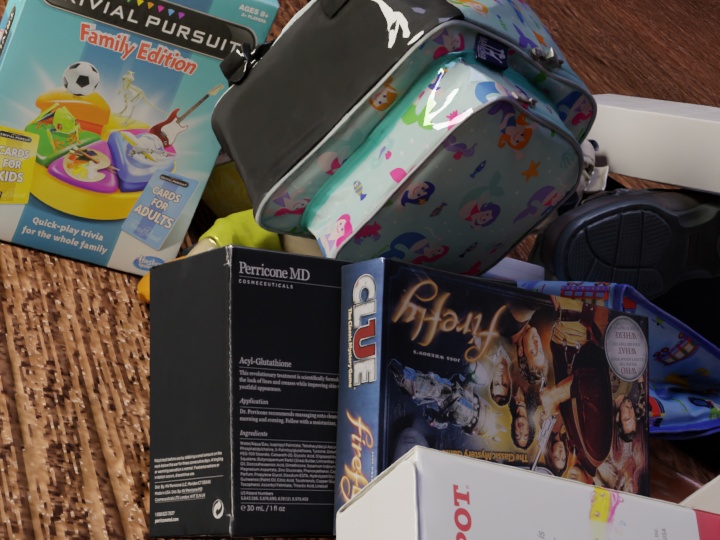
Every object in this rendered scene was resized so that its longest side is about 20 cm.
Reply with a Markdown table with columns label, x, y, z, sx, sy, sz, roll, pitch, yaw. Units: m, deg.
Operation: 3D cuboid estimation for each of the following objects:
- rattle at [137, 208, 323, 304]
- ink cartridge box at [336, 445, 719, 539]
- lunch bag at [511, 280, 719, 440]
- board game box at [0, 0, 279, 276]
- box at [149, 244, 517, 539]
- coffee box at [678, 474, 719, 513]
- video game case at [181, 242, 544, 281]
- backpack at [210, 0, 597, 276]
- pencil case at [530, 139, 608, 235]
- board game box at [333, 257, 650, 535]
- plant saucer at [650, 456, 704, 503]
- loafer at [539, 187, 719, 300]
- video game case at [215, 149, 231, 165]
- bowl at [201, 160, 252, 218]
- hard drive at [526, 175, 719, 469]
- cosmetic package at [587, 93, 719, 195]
| label | x | y | z | sx | sy | sz | roll | pitch | yaw |
| --- | --- | --- | --- | --- | --- | --- | --- | --- | --- |
| rattle | -0.044 | 0.067 | 1.044 | 0.200 | 0.143 | 0.131 | 40 | 46 | -12 |
| ink cartridge box | 0.091 | 0.177 | 0.784 | 0.199 | 0.083 | 0.147 | 15 | 56 | -24 |
| lunch bag | 0.160 | 0.067 | 1.131 | 0.150 | 0.095 | 0.199 | 1 | -9 | 42 |
| board game box | -0.158 | -0.104 | 1.075 | 0.150 | 0.201 | 0.047 | 14 | 24 | -25 |
| box | -0.009 | 0.070 | 0.908 | 0.199 | 0.142 | 0.079 | 8 | -11 | -39 |
| coffee box | 0.260 | 0.182 | 0.912 | 0.201 | 0.114 | 0.080 | 55 | 26 | 13 |
| video game case | 0.000 | 0.000 | 1.137 | 0.199 | 0.018 | 0.143 | 14 | -20 | -27 |
| backpack | 0.040 | -0.080 | 0.994 | 0.199 | 0.178 | 0.151 | 9 | 42 | -56 |
| pencil case | 0.073 | -0.110 | 1.132 | 0.200 | 0.089 | 0.078 | 40 | 47 | -28 |
| board game box | 0.074 | 0.077 | 0.905 | 0.199 | 0.137 | 0.034 | 11 | -16 | -39 |
| plant saucer | 0.175 | 0.171 | 1.034 | 0.199 | 0.038 | 0.200 | 22 | 21 | -9 |
| loafer | 0.188 | -0.023 | 1.152 | 0.199 | 0.072 | 0.063 | -7 | 23 | -36 |
| video game case | -0.066 | -0.113 | 1.228 | 0.200 | 0.181 | 0.022 | -42 | 111 | -55 |
| bowl | -0.016 | -0.066 | 1.242 | 0.108 | 0.199 | 0.200 | 66 | 17 | -13 |
| hard drive | 0.209 | 0.032 | 1.249 | 0.200 | 0.140 | 0.033 | 37 | 35 | 25 |
| cosmetic package | 0.222 | -0.086 | 1.186 | 0.082 | 0.051 | 0.199 | -9 | 16 | -40 |
